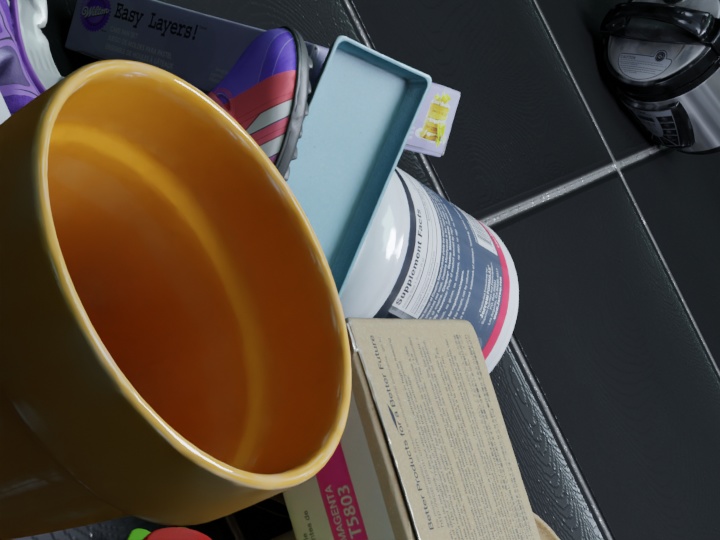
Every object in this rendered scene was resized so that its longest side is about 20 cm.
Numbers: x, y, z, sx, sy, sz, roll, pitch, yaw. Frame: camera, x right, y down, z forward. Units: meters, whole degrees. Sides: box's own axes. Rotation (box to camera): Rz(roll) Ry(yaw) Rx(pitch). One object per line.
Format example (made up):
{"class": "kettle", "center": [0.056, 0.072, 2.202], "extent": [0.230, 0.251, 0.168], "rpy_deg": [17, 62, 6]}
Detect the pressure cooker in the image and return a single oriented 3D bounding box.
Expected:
{"class": "pressure cooker", "center": [0.390, -0.259, 1.927], "extent": [0.200, 0.175, 0.180], "rpy_deg": [41, 30, -42]}

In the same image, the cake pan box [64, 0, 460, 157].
{"class": "cake pan box", "center": [-0.062, -0.128, 1.023], "extent": [0.184, 0.199, 0.053], "rpy_deg": [10, 98, -57]}

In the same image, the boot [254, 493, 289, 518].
{"class": "boot", "center": [-0.010, 0.131, 1.007], "extent": [0.199, 0.073, 0.076], "rpy_deg": [26, 63, -44]}

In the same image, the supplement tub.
{"class": "supplement tub", "center": [0.000, 0.000, 1.041], "extent": [0.199, 0.140, 0.141], "rpy_deg": [29, 42, -47]}

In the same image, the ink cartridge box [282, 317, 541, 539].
{"class": "ink cartridge box", "center": [0.031, 0.132, 0.894], "extent": [0.164, 0.075, 0.202], "rpy_deg": [5, 66, -61]}

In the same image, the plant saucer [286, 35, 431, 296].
{"class": "plant saucer", "center": [-0.027, -0.030, 0.906], "extent": [0.070, 0.201, 0.019], "rpy_deg": [20, 5, -33]}

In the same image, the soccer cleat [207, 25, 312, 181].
{"class": "soccer cleat", "center": [-0.092, -0.047, 0.877], "extent": [0.073, 0.201, 0.068], "rpy_deg": [18, 19, -30]}

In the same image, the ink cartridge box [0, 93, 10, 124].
{"class": "ink cartridge box", "center": [-0.268, -0.128, 0.745], "extent": [0.144, 0.084, 0.201], "rpy_deg": [-20, 84, -63]}

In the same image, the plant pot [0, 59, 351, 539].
{"class": "plant pot", "center": [-0.134, 0.036, 0.724], "extent": [0.200, 0.182, 0.201], "rpy_deg": [40, 34, -35]}

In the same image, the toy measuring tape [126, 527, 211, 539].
{"class": "toy measuring tape", "center": [-0.096, 0.178, 0.758], "extent": [0.074, 0.073, 0.200], "rpy_deg": [56, 15, -12]}

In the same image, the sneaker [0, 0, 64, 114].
{"class": "sneaker", "center": [-0.205, -0.090, 0.859], "extent": [0.083, 0.081, 0.201], "rpy_deg": [-1, 59, -43]}

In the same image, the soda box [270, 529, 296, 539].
{"class": "soda box", "center": [-0.045, 0.207, 0.855], "extent": [0.064, 0.067, 0.200], "rpy_deg": [59, 27, -8]}

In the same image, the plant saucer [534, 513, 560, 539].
{"class": "plant saucer", "center": [0.120, 0.265, 1.131], "extent": [0.200, 0.035, 0.201], "rpy_deg": [42, 33, -36]}
